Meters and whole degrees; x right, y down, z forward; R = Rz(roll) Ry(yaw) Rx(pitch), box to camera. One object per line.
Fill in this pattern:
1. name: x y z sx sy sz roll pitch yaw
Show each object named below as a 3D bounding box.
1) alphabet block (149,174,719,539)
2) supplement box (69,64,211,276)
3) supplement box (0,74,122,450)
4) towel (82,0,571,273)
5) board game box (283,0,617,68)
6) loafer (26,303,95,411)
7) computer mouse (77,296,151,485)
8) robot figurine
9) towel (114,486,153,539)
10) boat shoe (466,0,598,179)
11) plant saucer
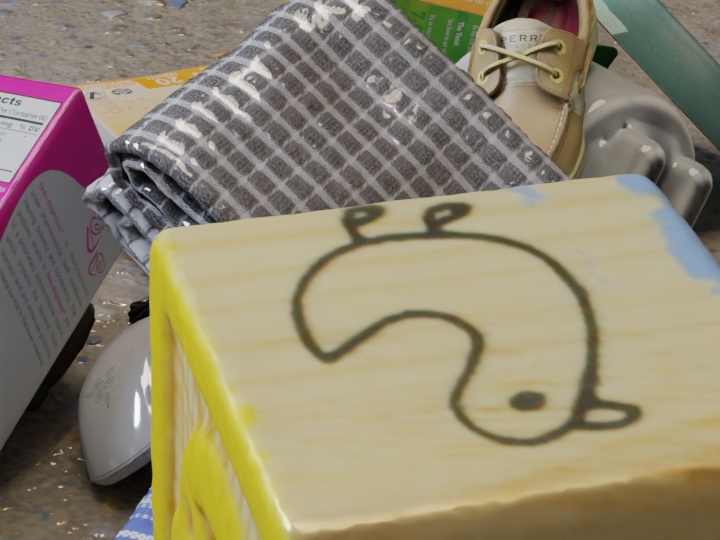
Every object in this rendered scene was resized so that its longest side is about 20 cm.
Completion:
1. alphabet block: 0.039 0.100 0.840 0.199 0.197 0.196 -8 33 -17
2. supplement box: -0.081 -0.053 1.338 0.125 0.074 0.200 -11 27 -24
3. supplement box: -0.200 0.010 1.076 0.103 0.101 0.200 13 53 24
4. towel: 0.003 -0.020 1.021 0.200 0.086 0.166 44 52 3
5. board game box: 0.047 -0.133 1.391 0.199 0.096 0.030 14 53 -17
6. loafer: -0.188 -0.001 1.209 0.071 0.073 0.200 -38 44 -5
7. computer mouse: -0.095 0.033 1.141 0.109 0.044 0.200 -33 15 24
8. robot figurine: 0.112 -0.067 1.323 0.169 0.113 0.200 26 6 -38
9. towel: -0.019 0.093 1.034 0.144 0.024 0.200 10 39 20
10. boat shoe: 0.085 -0.105 1.220 0.074 0.067 0.201 -1 40 11
11. plant saucer: 0.184 -0.134 1.406 0.036 0.200 0.200 -43 26 9
